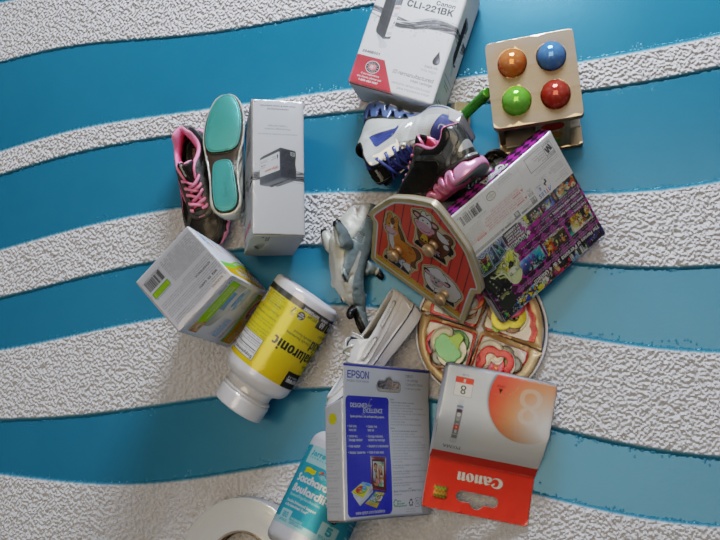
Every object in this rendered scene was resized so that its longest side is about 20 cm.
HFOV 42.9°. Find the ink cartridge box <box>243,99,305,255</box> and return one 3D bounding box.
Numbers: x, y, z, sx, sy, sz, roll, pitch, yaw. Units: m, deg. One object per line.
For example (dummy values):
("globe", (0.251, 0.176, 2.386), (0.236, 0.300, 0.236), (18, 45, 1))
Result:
("ink cartridge box", (-0.131, -0.135, 1.381), (0.082, 0.145, 0.205), (1, 79, -12))

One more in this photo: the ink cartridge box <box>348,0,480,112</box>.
("ink cartridge box", (0.084, -0.352, 1.406), (0.141, 0.084, 0.204), (17, 84, 17))

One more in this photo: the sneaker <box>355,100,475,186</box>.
("sneaker", (0.068, -0.178, 1.354), (0.196, 0.081, 0.117), (12, 69, 39))

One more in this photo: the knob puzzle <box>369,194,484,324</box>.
("knob puzzle", (0.085, -0.024, 1.263), (0.218, 0.221, 0.030), (37, 60, 17))

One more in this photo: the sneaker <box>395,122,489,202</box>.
("sneaker", (0.095, -0.141, 1.291), (0.199, 0.078, 0.097), (-32, 85, 50))

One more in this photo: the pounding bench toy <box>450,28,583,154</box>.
("pounding bench toy", (0.214, -0.246, 1.317), (0.195, 0.156, 0.127), (-8, 78, 13))

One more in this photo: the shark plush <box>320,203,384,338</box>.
("shark plush", (0.000, 0.000, 1.376), (0.081, 0.091, 0.205), (-5, 72, -18))

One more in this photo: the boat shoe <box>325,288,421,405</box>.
("boat shoe", (0.005, 0.117, 1.339), (0.065, 0.073, 0.201), (41, 77, -12))

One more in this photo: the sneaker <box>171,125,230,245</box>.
("sneaker", (-0.260, -0.134, 1.440), (0.077, 0.095, 0.205), (-14, 78, 9))

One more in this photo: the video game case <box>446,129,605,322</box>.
("video game case", (0.225, -0.061, 1.273), (0.199, 0.036, 0.183), (-40, 113, -7))

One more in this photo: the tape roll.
("tape roll", (-0.172, 0.439, 1.353), (0.198, 0.037, 0.208), (-3, 79, 14))

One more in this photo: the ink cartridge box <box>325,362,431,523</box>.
("ink cartridge box", (0.027, 0.236, 1.260), (0.046, 0.195, 0.205), (-12, 74, 39))

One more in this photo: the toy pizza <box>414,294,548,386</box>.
("toy pizza", (0.174, 0.086, 1.333), (0.195, 0.032, 0.206), (-2, 80, 13))

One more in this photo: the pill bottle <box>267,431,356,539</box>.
("pill bottle", (-0.043, 0.307, 1.296), (0.109, 0.111, 0.203), (21, 72, 16))

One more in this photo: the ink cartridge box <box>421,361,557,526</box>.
("ink cartridge box", (0.177, 0.242, 1.271), (0.158, 0.050, 0.205), (11, 83, -1))

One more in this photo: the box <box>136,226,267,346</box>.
("box", (-0.223, 0.029, 1.354), (0.113, 0.200, 0.101), (-46, 74, 0))

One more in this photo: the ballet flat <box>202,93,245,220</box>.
("ballet flat", (-0.208, -0.171, 1.424), (0.068, 0.069, 0.205), (-7, 73, 12))

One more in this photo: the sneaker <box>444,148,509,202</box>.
("sneaker", (0.161, -0.141, 1.336), (0.195, 0.114, 0.078), (12, 82, 19))

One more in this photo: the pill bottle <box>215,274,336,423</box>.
("pill bottle", (-0.130, 0.118, 1.361), (0.110, 0.111, 0.202), (32, 89, 17))
